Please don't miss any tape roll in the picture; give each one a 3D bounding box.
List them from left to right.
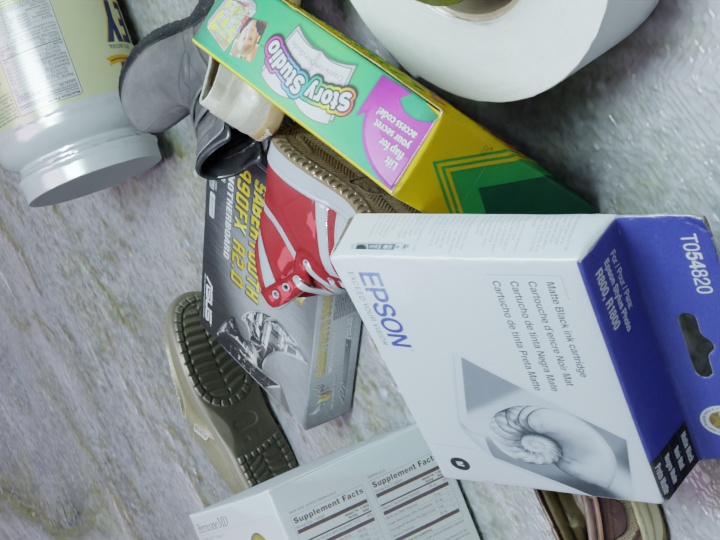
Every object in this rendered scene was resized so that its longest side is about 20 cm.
[{"bbox_3d":[0.071,-0.196,0.816,0.202,0.071,0.203,27,134,31],"label":"tape roll"}]

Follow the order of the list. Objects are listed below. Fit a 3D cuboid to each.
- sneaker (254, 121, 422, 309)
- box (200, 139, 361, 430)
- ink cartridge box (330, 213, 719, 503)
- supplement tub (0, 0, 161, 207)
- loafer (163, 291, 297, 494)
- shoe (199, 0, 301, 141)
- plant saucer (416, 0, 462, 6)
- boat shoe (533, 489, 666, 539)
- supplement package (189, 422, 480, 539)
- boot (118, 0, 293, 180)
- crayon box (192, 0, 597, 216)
[{"bbox_3d":[0.000,0.000,0.978,0.200,0.071,0.113,45,133,36],"label":"sneaker"},{"bbox_3d":[-0.062,0.000,1.177,0.158,0.048,0.201,42,139,38],"label":"box"},{"bbox_3d":[0.107,0.050,0.816,0.199,0.041,0.200,0,136,30],"label":"ink cartridge box"},{"bbox_3d":[-0.263,-0.169,1.297,0.145,0.144,0.201,-23,87,58],"label":"supplement tub"},{"bbox_3d":[-0.123,0.117,1.307,0.068,0.075,0.201,-27,84,52],"label":"loafer"},{"bbox_3d":[-0.071,-0.184,1.010,0.070,0.053,0.201,139,140,-56],"label":"shoe"},{"bbox_3d":[0.006,-0.221,0.708,0.199,0.048,0.200,32,143,-10],"label":"plant saucer"},{"bbox_3d":[0.118,0.101,0.939,0.072,0.072,0.201,-29,82,57],"label":"boat shoe"},{"bbox_3d":[-0.003,0.239,1.120,0.152,0.150,0.201,-29,82,58],"label":"supplement package"},{"bbox_3d":[-0.118,-0.121,1.110,0.200,0.069,0.132,-38,50,46],"label":"boot"},{"bbox_3d":[0.020,-0.088,0.896,0.200,0.172,0.058,40,99,39],"label":"crayon box"}]
